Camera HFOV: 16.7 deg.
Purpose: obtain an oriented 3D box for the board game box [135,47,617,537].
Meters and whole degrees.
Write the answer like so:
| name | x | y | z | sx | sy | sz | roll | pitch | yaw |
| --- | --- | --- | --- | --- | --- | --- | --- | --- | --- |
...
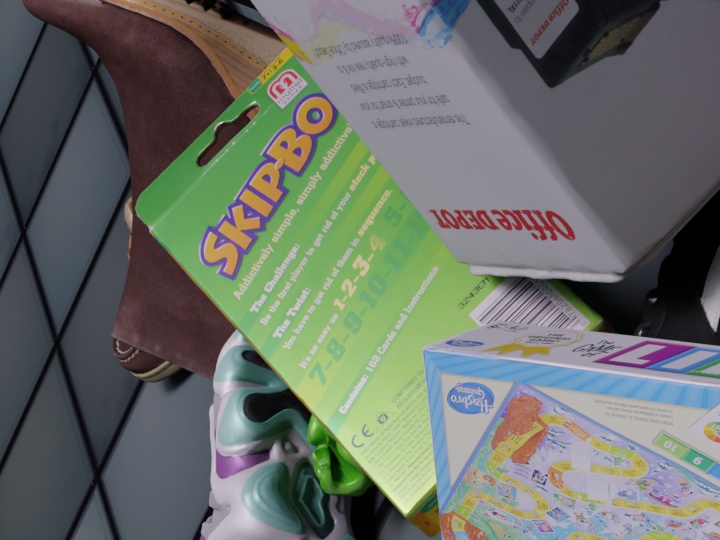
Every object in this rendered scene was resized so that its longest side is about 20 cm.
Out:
| name | x | y | z | sx | sy | sz | roll | pitch | yaw |
| --- | --- | --- | --- | --- | --- | --- | --- | --- | --- |
| board game box | 0.000 | 0.000 | 0.895 | 0.096 | 0.030 | 0.200 | -44 | 52 | 0 |

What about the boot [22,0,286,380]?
| name | x | y | z | sx | sy | sz | roll | pitch | yaw |
| --- | --- | --- | --- | --- | --- | --- | --- | --- | --- |
| boot | -0.091 | -0.045 | 1.146 | 0.072 | 0.199 | 0.167 | -38 | -30 | -76 |

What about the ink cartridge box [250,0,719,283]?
| name | x | y | z | sx | sy | sz | roll | pitch | yaw |
| --- | --- | --- | --- | --- | --- | --- | --- | --- | --- |
| ink cartridge box | 0.025 | -0.099 | 0.777 | 0.083 | 0.200 | 0.146 | -43 | 14 | -14 |

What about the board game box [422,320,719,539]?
| name | x | y | z | sx | sy | sz | roll | pitch | yaw |
| --- | --- | --- | --- | --- | --- | --- | --- | --- | --- |
| board game box | 0.105 | 0.090 | 0.633 | 0.199 | 0.034 | 0.135 | 7 | 107 | 44 |

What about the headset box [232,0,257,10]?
| name | x | y | z | sx | sy | sz | roll | pitch | yaw |
| --- | --- | --- | --- | --- | --- | --- | --- | --- | --- |
| headset box | -0.066 | -0.183 | 1.172 | 0.093 | 0.199 | 0.174 | -67 | 24 | 8 |

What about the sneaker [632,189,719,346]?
| name | x | y | z | sx | sy | sz | roll | pitch | yaw |
| --- | --- | --- | --- | --- | --- | --- | --- | --- | --- |
| sneaker | 0.089 | 0.034 | 0.757 | 0.073 | 0.111 | 0.201 | 69 | -166 | -50 |

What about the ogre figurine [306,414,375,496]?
| name | x | y | z | sx | sy | sz | roll | pitch | yaw |
| --- | --- | --- | --- | --- | --- | --- | --- | --- | --- |
| ogre figurine | 0.012 | -0.018 | 1.008 | 0.201 | 0.098 | 0.120 | -67 | 9 | -25 |

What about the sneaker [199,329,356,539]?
| name | x | y | z | sx | sy | sz | roll | pitch | yaw |
| --- | --- | --- | --- | --- | --- | --- | --- | --- | --- |
| sneaker | -0.054 | 0.124 | 1.069 | 0.140 | 0.077 | 0.201 | -51 | 30 | 38 |

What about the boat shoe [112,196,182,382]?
| name | x | y | z | sx | sy | sz | roll | pitch | yaw |
| --- | --- | --- | --- | --- | --- | --- | --- | --- | --- |
| boat shoe | -0.090 | -0.023 | 1.267 | 0.200 | 0.072 | 0.072 | -52 | 30 | 38 |
